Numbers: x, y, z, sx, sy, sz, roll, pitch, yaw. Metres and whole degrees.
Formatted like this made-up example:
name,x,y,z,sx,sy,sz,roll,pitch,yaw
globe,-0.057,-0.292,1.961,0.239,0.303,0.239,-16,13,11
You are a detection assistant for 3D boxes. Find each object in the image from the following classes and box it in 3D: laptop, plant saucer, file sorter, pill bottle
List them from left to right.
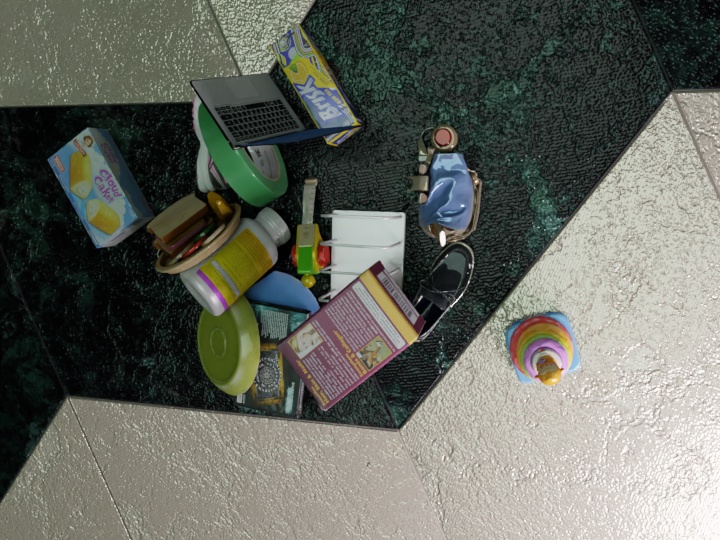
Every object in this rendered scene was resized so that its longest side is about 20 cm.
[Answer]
name,x,y,z,sx,sy,sz,roll,pitch,yaw
plant saucer,-0.256,0.134,1.148,0.197,0.031,0.205,2,93,46
pill bottle,-0.219,-0.022,1.100,0.104,0.104,0.200,44,70,5
laptop,-0.129,-0.264,0.977,0.115,0.186,0.202,-38,85,38
file sorter,0.000,0.000,1.075,0.135,0.124,0.205,3,98,14

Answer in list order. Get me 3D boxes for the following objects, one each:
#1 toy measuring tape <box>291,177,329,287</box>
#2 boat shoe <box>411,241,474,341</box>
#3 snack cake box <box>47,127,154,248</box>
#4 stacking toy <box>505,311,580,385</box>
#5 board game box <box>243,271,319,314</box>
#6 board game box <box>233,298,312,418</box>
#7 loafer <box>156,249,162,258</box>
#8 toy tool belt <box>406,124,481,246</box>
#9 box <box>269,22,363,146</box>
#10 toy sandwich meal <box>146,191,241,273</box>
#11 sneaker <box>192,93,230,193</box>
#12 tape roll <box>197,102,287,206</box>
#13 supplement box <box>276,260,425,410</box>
name,x,y,z,sx,sy,sz,roll,pitch,yaw
toy measuring tape,-0.090,-0.066,1.132,0.072,0.074,0.205,-2,74,14
boat shoe,0.135,0.041,1.079,0.074,0.062,0.202,35,101,8
snack cake box,-0.510,-0.163,1.210,0.114,0.067,0.203,-30,89,16
stacking toy,0.294,0.142,0.979,0.114,0.200,0.112,-18,92,15
board game box,-0.161,0.097,1.167,0.198,0.039,0.160,-33,89,15
board game box,-0.164,0.164,1.141,0.132,0.028,0.205,9,100,12
loafer,-0.304,-0.008,1.175,0.195,0.070,0.077,13,99,11
toy tool belt,0.140,-0.146,1.024,0.122,0.123,0.205,-1,96,13
box,-0.076,-0.326,1.087,0.069,0.064,0.202,-32,89,15
toy sandwich meal,-0.299,-0.077,1.084,0.202,0.207,0.071,-27,117,15
sneaker,-0.259,-0.249,1.144,0.084,0.080,0.205,0,105,2
tape roll,-0.199,-0.212,1.059,0.047,0.200,0.204,-26,90,16
supplement box,-0.013,0.101,0.973,0.199,0.103,0.132,-38,89,16
